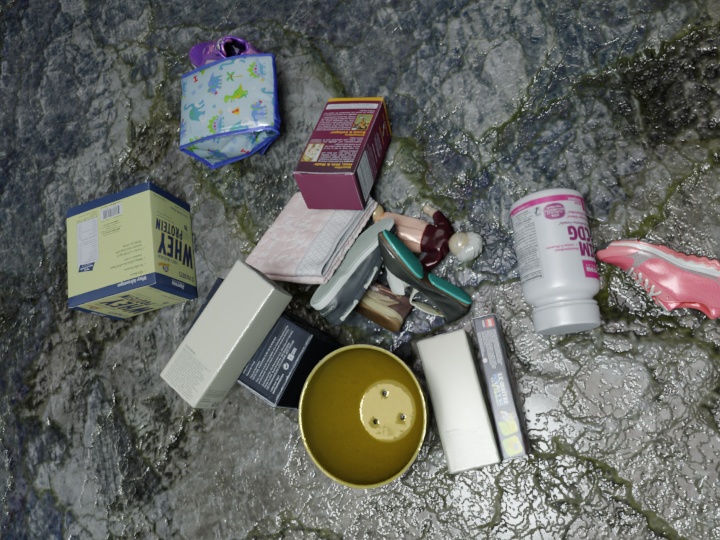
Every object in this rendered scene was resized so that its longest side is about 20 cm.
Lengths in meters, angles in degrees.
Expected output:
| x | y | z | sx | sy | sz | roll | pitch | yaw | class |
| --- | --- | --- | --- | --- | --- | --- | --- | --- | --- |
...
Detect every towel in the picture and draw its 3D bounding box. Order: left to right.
| x | y | z | sx | sy | sz | roll | pitch | yaw | class |
| --- | --- | --- | --- | --- | --- | --- | --- | --- | --- |
| -0.090 | -0.062 | 1.032 | 0.189 | 0.032 | 0.201 | 5 | 49 | 36 | towel |

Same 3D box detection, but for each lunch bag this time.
| x | y | z | sx | sy | sz | roll | pitch | yaw | class |
| --- | --- | --- | --- | --- | --- | --- | --- | --- | --- |
| -0.243 | -0.314 | 1.162 | 0.198 | 0.127 | 0.173 | -14 | 72 | 26 | lunch bag |

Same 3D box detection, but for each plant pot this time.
| x | y | z | sx | sy | sz | roll | pitch | yaw | class |
| --- | --- | --- | --- | --- | --- | --- | --- | --- | --- |
| 0.022 | 0.220 | 0.923 | 0.197 | 0.142 | 0.203 | -4 | 79 | 19 | plant pot |

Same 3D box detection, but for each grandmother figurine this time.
| x | y | z | sx | sy | sz | roll | pitch | yaw | class |
| --- | --- | --- | --- | --- | --- | --- | --- | --- | --- |
| 0.109 | -0.053 | 1.010 | 0.198 | 0.060 | 0.123 | 12 | 90 | 24 | grandmother figurine |

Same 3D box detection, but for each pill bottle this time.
| x | y | z | sx | sy | sz | roll | pitch | yaw | class |
| --- | --- | --- | --- | --- | --- | --- | --- | --- | --- |
| 0.296 | -0.011 | 0.902 | 0.112 | 0.113 | 0.203 | -10 | 74 | 17 | pill bottle |

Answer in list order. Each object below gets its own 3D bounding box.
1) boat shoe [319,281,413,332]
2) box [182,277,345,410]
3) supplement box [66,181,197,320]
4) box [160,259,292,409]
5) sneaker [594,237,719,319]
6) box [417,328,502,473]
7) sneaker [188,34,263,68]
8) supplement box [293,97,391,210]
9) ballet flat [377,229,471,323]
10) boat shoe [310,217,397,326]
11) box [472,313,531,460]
| x | y | z | sx | sy | sz | roll | pitch | yaw | class |
| --- | --- | --- | --- | --- | --- | --- | --- | --- | --- |
| 0.001 | 0.028 | 1.027 | 0.199 | 0.072 | 0.072 | 29 | 70 | 26 | boat shoe |
| -0.143 | 0.127 | 0.977 | 0.195 | 0.200 | 0.125 | 26 | 85 | 23 | box |
| -0.443 | -0.032 | 1.157 | 0.197 | 0.134 | 0.203 | -15 | 72 | 15 | supplement box |
| -0.191 | 0.093 | 0.856 | 0.082 | 0.068 | 0.201 | 35 | 89 | 23 | box |
| 0.438 | 0.012 | 0.868 | 0.198 | 0.074 | 0.088 | 17 | 84 | 22 | sneaker |
| 0.153 | 0.199 | 0.917 | 0.081 | 0.068 | 0.203 | -16 | 72 | 15 | box |
| -0.278 | -0.446 | 1.228 | 0.198 | 0.088 | 0.082 | 17 | 84 | 23 | sneaker |
| -0.026 | -0.205 | 1.039 | 0.109 | 0.086 | 0.202 | 4 | 52 | 21 | supplement box |
| 0.089 | 0.020 | 0.951 | 0.199 | 0.068 | 0.068 | 38 | 111 | -13 | ballet flat |
| 0.000 | 0.000 | 0.972 | 0.200 | 0.060 | 0.075 | -49 | 22 | -13 | boat shoe |
| 0.211 | 0.173 | 0.888 | 0.034 | 0.110 | 0.203 | -14 | 72 | 15 | box |
